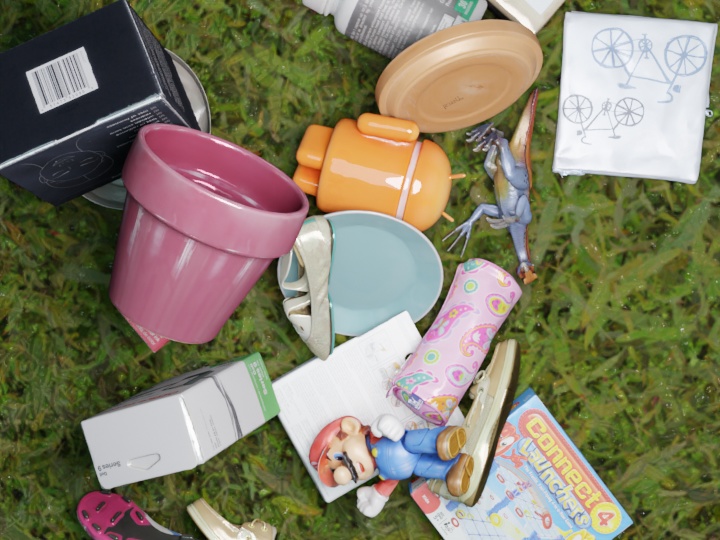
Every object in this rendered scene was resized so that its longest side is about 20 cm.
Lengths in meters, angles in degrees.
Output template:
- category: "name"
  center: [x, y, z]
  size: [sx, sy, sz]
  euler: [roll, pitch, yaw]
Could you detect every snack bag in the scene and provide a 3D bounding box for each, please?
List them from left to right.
- category: "snack bag"
  center: [0.332, -0.207, 1.609]
  size: [0.186, 0.021, 0.203]
  euler: [4, 93, 1]

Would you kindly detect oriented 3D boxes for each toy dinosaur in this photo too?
- category: "toy dinosaur"
  center: [0.191, -0.085, 1.590]
  size: [0.199, 0.105, 0.182]
  euler: [-36, 111, -7]

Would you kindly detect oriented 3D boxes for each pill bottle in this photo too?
- category: "pill bottle"
  center: [0.039, -0.310, 1.561]
  size: [0.198, 0.113, 0.114]
  euler: [27, 94, -2]

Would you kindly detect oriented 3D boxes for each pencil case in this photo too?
- category: "pencil case"
  center: [0.111, 0.084, 1.571]
  size: [0.087, 0.087, 0.201]
  euler: [33, 76, -1]

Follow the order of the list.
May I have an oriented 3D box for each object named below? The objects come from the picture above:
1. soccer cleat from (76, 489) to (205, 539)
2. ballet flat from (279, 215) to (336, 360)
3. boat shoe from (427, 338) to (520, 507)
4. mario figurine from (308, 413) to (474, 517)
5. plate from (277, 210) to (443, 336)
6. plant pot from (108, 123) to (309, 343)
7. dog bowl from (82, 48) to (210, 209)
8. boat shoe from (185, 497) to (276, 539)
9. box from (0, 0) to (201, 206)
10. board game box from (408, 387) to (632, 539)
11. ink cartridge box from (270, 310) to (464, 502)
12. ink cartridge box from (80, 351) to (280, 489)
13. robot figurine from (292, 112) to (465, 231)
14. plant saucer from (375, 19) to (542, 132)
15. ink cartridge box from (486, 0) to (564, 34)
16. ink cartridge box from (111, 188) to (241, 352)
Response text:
- category: "soccer cleat"
  center: [-0.263, 0.343, 1.631]
  size: [0.198, 0.070, 0.087]
  euler: [24, 137, 16]
- category: "ballet flat"
  center: [-0.065, 0.022, 1.543]
  size: [0.062, 0.068, 0.202]
  euler: [-11, 126, -18]
- category: "boat shoe"
  center: [0.137, 0.173, 1.565]
  size: [0.062, 0.073, 0.203]
  euler: [17, 87, 17]
- category: "mario figurine"
  center: [0.024, 0.226, 1.529]
  size: [0.198, 0.106, 0.125]
  euler: [-3, 85, 31]
- category: "plate"
  center: [0.000, 0.000, 1.582]
  size: [0.198, 0.026, 0.202]
  euler: [2, 133, 2]
- category: "plant pot"
  center: [-0.177, -0.032, 1.408]
  size: [0.198, 0.200, 0.180]
  euler: [27, 108, -1]
- category: "dog bowl"
  center: [-0.274, -0.174, 1.603]
  size: [0.197, 0.059, 0.203]
  euler: [0, 93, 2]
- category: "boat shoe"
  center: [-0.126, 0.341, 1.632]
  size: [0.200, 0.074, 0.066]
  euler: [42, 81, -3]
- category: "box"
  center: [-0.301, -0.178, 1.467]
  size: [0.198, 0.197, 0.125]
  euler: [-23, 79, 2]
- category: "board game box"
  center: [0.194, 0.284, 1.624]
  size: [0.195, 0.056, 0.201]
  euler: [-39, 92, 3]
- category: "ink cartridge box"
  center: [0.005, 0.166, 1.628]
  size: [0.199, 0.057, 0.164]
  euler: [-29, 93, -4]
- category: "ink cartridge box"
  center: [-0.204, 0.171, 1.534]
  size: [0.145, 0.200, 0.085]
  euler: [-17, 93, 23]
- category: "robot figurine"
  center: [0.022, -0.110, 1.573]
  size: [0.198, 0.117, 0.146]
  euler: [15, 94, 4]
- category: "plant saucer"
  center: [0.115, -0.215, 1.526]
  size: [0.198, 0.201, 0.033]
  euler: [-17, 67, 2]
- category: "ink cartridge box"
  center: [0.206, -0.400, 1.573]
  size: [0.164, 0.075, 0.200]
  euler: [41, 94, -3]
- category: "ink cartridge box"
  center: [-0.184, -0.005, 1.567]
  size: [0.199, 0.148, 0.086]
  euler: [-38, 92, 4]
